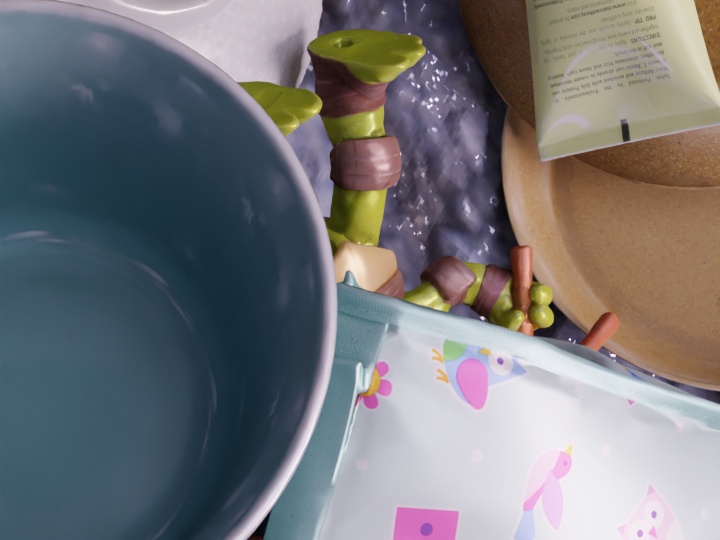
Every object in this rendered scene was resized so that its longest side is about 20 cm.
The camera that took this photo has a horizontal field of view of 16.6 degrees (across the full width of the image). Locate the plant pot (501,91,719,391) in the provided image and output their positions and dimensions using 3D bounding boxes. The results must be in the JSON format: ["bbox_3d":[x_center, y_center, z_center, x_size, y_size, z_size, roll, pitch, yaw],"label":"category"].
[{"bbox_3d":[0.154,-0.044,0.954,0.198,0.028,0.202,-4,67,10],"label":"plant pot"}]

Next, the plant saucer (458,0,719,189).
[{"bbox_3d":[0.127,-0.133,0.936,0.035,0.199,0.202,26,54,-71],"label":"plant saucer"}]

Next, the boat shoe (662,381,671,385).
[{"bbox_3d":[0.150,0.125,0.940,0.073,0.068,0.200,-36,97,-35],"label":"boat shoe"}]

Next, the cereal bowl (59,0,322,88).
[{"bbox_3d":[-0.093,-0.118,0.842,0.199,0.083,0.202,10,72,-31],"label":"cereal bowl"}]

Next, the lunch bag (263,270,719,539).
[{"bbox_3d":[0.038,0.103,0.802,0.199,0.122,0.172,19,87,-42],"label":"lunch bag"}]

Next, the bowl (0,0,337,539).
[{"bbox_3d":[-0.104,0.030,0.749,0.199,0.105,0.202,-1,69,2],"label":"bowl"}]

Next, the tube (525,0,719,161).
[{"bbox_3d":[0.083,-0.145,0.907,0.051,0.058,0.202,-8,86,-17],"label":"tube"}]

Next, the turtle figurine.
[{"bbox_3d":[0.000,0.000,0.864,0.199,0.064,0.162,-21,120,-23],"label":"turtle figurine"}]
